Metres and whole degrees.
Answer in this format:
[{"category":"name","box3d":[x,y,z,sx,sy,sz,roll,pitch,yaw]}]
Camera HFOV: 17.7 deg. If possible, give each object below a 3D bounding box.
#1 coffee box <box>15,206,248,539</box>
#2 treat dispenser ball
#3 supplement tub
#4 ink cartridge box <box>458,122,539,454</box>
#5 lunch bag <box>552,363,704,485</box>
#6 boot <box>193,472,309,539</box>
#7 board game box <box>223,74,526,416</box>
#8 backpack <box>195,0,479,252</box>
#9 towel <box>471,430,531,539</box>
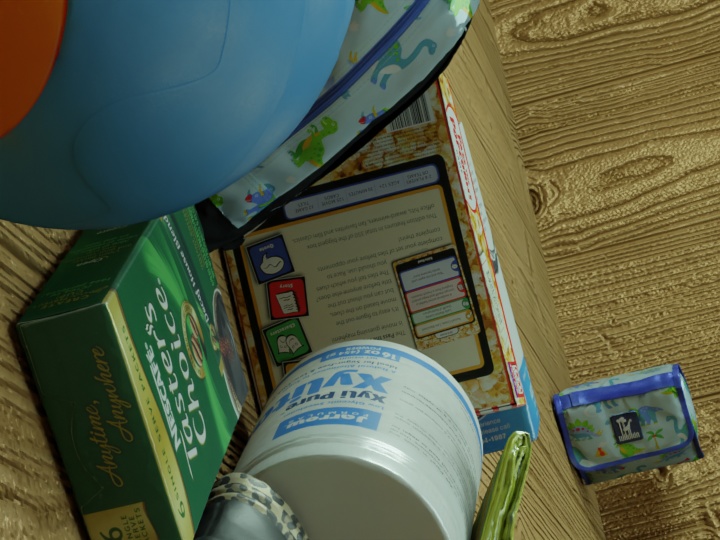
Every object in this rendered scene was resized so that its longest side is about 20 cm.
[{"category":"coffee box","box3d":[-0.098,0.042,1.052,0.200,0.044,0.123,-70,146,-72]},{"category":"treat dispenser ball","box3d":[-0.099,-0.115,0.812,0.201,0.200,0.202,-14,90,-80]},{"category":"supplement tub","box3d":[-0.004,0.123,1.212,0.200,0.131,0.132,-68,143,-75]},{"category":"ink cartridge box","box3d":[0.017,0.021,1.436,0.084,0.145,0.201,-44,119,-80]},{"category":"lunch bag","box3d":[0.349,0.191,3.008,0.200,0.169,0.128,60,18,-60]},{"category":"boot","box3d":[-0.046,0.199,1.052,0.151,0.073,0.201,-79,152,-74]},{"category":"board game box","box3d":[0.000,0.000,1.356,0.046,0.151,0.201,9,68,-79]},{"category":"backpack","box3d":[-0.028,-0.123,1.225,0.154,0.199,0.163,61,16,-21]},{"category":"towel","box3d":[0.057,0.175,1.230,0.200,0.018,0.086,107,3,-48]}]
